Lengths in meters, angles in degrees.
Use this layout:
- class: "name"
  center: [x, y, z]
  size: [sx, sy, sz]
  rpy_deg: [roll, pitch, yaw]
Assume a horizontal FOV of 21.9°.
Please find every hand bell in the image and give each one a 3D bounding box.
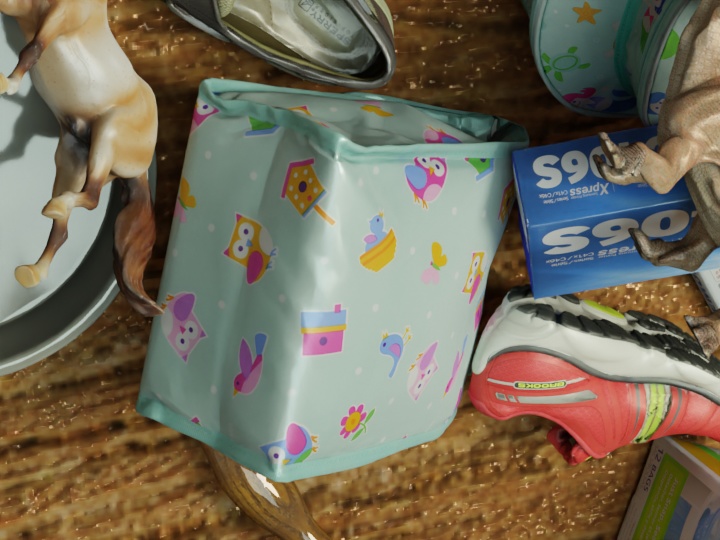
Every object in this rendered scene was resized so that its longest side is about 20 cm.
- class: "hand bell"
  center: [-0.019, 0.156, 0.993]
  size: [0.104, 0.104, 0.200]
  rpy_deg: [-41, 101, -2]

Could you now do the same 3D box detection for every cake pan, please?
- class: "cake pan"
  center: [-0.198, -0.046, 0.887]
  size: [0.198, 0.037, 0.202]
  rpy_deg: [-5, 108, -16]

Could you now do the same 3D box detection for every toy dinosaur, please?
- class: "toy dinosaur"
  center: [0.179, -0.049, 0.808]
  size: [0.135, 0.086, 0.201]
  rpy_deg: [-28, 114, 3]

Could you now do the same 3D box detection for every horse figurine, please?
- class: "horse figurine"
  center: [-0.129, -0.080, 0.829]
  size: [0.049, 0.133, 0.202]
  rpy_deg: [-6, 118, 24]

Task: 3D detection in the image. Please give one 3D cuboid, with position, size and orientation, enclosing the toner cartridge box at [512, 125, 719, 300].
- class: "toner cartridge box"
  center: [0.176, -0.037, 0.904]
  size: [0.198, 0.095, 0.044]
  rpy_deg: [-10, 68, 4]

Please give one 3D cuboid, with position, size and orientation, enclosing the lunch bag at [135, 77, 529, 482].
- class: "lunch bag"
  center: [0.000, 0.000, 0.917]
  size: [0.199, 0.121, 0.172]
  rpy_deg: [-5, 110, -52]

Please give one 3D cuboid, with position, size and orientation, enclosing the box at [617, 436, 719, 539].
- class: "box"
  center: [0.225, 0.181, 1.001]
  size: [0.100, 0.200, 0.114]
  rpy_deg: [15, 101, -21]

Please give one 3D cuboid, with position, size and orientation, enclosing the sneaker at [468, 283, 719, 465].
- class: "sneaker"
  center: [0.139, 0.068, 1.006]
  size: [0.199, 0.077, 0.085]
  rpy_deg: [19, 108, -29]

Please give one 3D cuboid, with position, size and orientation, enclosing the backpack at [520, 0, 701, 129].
- class: "backpack"
  center: [0.174, -0.149, 0.907]
  size: [0.198, 0.152, 0.178]
  rpy_deg: [5, 138, -11]

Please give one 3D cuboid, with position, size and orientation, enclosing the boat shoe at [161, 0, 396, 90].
- class: "boat shoe"
  center: [-0.062, -0.149, 0.884]
  size: [0.199, 0.065, 0.074]
  rpy_deg: [26, 99, -21]

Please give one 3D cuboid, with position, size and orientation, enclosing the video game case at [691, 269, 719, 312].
- class: "video game case"
  center: [0.284, -0.028, 1.055]
  size: [0.199, 0.022, 0.183]
  rpy_deg: [-36, 113, -6]
